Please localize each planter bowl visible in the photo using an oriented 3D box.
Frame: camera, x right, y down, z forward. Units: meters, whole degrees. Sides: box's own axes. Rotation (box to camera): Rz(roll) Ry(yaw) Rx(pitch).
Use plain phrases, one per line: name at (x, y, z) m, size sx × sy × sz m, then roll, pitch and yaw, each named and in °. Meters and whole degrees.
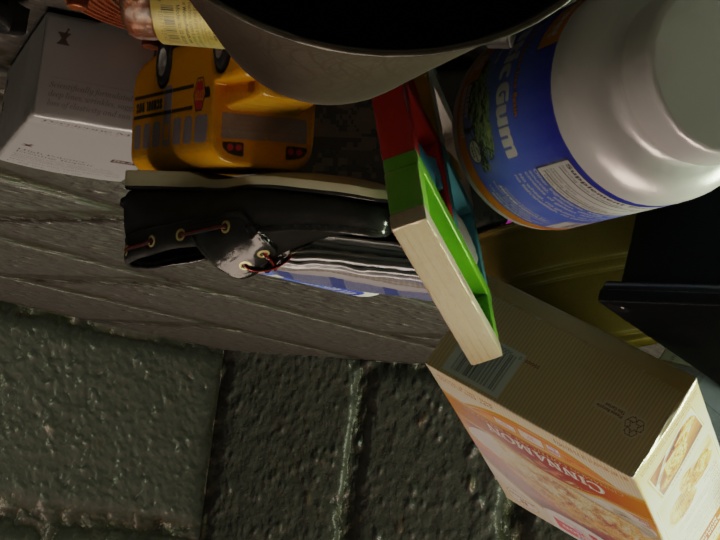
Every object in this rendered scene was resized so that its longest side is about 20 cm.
planter bowl at (0.164, 0.009, 1.129) m, size 0.199 × 0.084 × 0.200 m, roll -8°, pitch 173°, yaw -1°

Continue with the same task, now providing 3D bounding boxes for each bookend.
bookend at (0.248, -0.037, 1.019) m, size 0.092 × 0.202 × 0.198 m, roll 1°, pitch 158°, yaw 42°

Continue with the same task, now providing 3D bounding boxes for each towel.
towel at (0.000, 0.000, 1.134) m, size 0.146 × 0.024 × 0.200 m, roll 8°, pitch 175°, yaw 3°

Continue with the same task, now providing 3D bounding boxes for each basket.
basket at (-0.004, -0.133, 0.667) m, size 0.179 × 0.137 × 0.200 m, roll 9°, pitch 176°, yaw -3°

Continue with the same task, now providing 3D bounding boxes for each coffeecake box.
coffeecake box at (0.144, 0.108, 1.089) m, size 0.153 × 0.073 × 0.200 m, roll 27°, pitch 162°, yaw 33°

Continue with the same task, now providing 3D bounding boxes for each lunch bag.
lunch bag at (0.010, -0.070, 1.176) m, size 0.162 × 0.119 × 0.200 m, roll 1°, pitch 178°, yaw -1°

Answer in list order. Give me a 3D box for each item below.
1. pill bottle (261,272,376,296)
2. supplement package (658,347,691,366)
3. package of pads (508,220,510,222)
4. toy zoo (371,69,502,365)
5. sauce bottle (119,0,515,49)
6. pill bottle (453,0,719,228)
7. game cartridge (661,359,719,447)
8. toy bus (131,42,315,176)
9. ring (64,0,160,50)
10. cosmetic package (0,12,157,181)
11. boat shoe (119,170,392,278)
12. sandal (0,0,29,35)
pill bottle at (-0.020, -0.040, 1.460) m, size 0.199 × 0.113 × 0.112 m, roll 14°, pitch 170°, yaw -43°
supplement package at (0.302, 0.029, 1.220) m, size 0.110 × 0.201 × 0.156 m, roll 32°, pitch 180°, yaw 15°
package of pads at (0.167, -0.060, 1.283) m, size 0.153 × 0.069 × 0.199 m, roll 12°, pitch 171°, yaw -30°
toy zoo at (0.037, -0.064, 0.971) m, size 0.020 × 0.201 × 0.131 m, roll -18°, pitch 141°, yaw 12°
sauce bottle at (-0.020, -0.138, 0.879) m, size 0.198 × 0.067 × 0.066 m, roll 8°, pitch 173°, yaw 10°
pill bottle at (0.133, -0.086, 0.888) m, size 0.111 × 0.113 × 0.200 m, roll 10°, pitch 172°, yaw -18°
game cartridge at (0.208, 0.108, 1.162) m, size 0.133 × 0.041 × 0.200 m, roll 43°, pitch 166°, yaw -9°
toy bus at (-0.076, -0.097, 1.014) m, size 0.065 × 0.079 × 0.200 m, roll 4°, pitch 179°, yaw -24°
ring at (-0.084, -0.151, 1.032) m, size 0.199 × 0.019 × 0.200 m, roll 8°, pitch 173°, yaw 1°
cosmetic package at (-0.188, -0.115, 1.205) m, size 0.101 × 0.075 × 0.200 m, roll 9°, pitch 174°, yaw -17°
boat shoe at (-0.057, -0.026, 0.992) m, size 0.200 × 0.064 × 0.073 m, roll 1°, pitch 177°, yaw 39°
sandal at (-0.232, -0.164, 1.007) m, size 0.075 × 0.048 × 0.200 m, roll 7°, pitch -174°, yaw -7°
